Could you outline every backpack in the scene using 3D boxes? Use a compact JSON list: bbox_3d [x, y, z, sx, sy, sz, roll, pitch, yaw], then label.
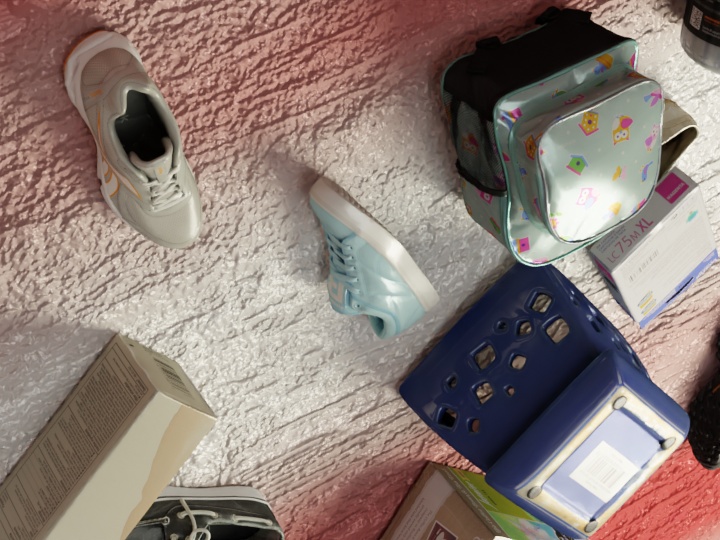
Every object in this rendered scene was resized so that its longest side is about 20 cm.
[{"bbox_3d":[0.175,-0.105,1.386,0.175,0.153,0.201,-28,138,-22],"label":"backpack"}]

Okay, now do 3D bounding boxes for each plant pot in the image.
[{"bbox_3d":[0.190,0.136,1.529,0.200,0.180,0.200,-47,135,6],"label":"plant pot"}]

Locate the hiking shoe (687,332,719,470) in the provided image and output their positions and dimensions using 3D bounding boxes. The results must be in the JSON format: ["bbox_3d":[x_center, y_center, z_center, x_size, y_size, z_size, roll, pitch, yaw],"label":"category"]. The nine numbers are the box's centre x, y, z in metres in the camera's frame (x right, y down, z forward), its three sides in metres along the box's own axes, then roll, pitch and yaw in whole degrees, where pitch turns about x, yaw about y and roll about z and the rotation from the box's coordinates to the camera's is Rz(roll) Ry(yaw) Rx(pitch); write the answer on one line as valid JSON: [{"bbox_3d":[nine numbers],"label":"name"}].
[{"bbox_3d":[0.442,0.140,1.781,0.100,0.076,0.202,-1,119,-29],"label":"hiking shoe"}]

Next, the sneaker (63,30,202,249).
[{"bbox_3d":[-0.166,-0.082,1.208,0.075,0.092,0.201,-32,133,-11],"label":"sneaker"}]

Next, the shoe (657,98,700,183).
[{"bbox_3d":[0.245,-0.085,1.509,0.200,0.053,0.070,-44,134,0],"label":"shoe"}]

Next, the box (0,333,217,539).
[{"bbox_3d":[-0.223,0.166,1.338,0.078,0.095,0.200,31,102,-43],"label":"box"}]

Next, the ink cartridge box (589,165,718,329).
[{"bbox_3d":[0.299,-0.018,1.575,0.119,0.042,0.200,-44,151,0],"label":"ink cartridge box"}]

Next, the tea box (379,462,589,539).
[{"bbox_3d":[0.119,0.334,1.656,0.196,0.134,0.201,20,107,-42],"label":"tea box"}]

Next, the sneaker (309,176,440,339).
[{"bbox_3d":[0.000,0.000,1.389,0.082,0.074,0.200,-45,133,-3],"label":"sneaker"}]

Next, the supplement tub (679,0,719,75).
[{"bbox_3d":[0.364,-0.283,1.408,0.122,0.123,0.202,-13,126,-27],"label":"supplement tub"}]

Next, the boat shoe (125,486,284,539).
[{"bbox_3d":[-0.164,0.248,1.450,0.198,0.068,0.074,5,117,-36],"label":"boat shoe"}]
